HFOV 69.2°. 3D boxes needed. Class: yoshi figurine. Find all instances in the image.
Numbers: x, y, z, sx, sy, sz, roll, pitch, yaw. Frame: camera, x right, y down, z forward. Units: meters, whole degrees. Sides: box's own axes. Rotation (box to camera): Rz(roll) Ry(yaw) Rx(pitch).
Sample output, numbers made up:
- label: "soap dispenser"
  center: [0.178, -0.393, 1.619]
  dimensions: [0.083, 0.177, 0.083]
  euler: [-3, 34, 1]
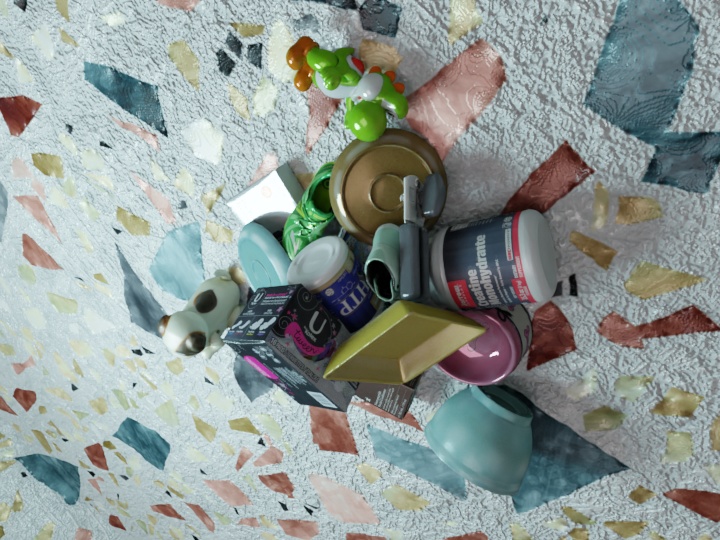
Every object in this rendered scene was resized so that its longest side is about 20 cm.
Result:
- label: "yoshi figurine"
  center: [-0.026, -0.269, 0.807]
  dimensions: [0.199, 0.112, 0.113]
  euler: [30, 128, 13]

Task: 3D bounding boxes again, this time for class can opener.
- label: "can opener"
  center: [0.090, -0.054, 0.796]
  dimensions: [0.066, 0.052, 0.203]
  euler: [-6, 76, 42]

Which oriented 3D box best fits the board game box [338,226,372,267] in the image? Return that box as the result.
- label: "board game box"
  center: [0.000, 0.000, 0.977]
  dimensions: [0.125, 0.035, 0.201]
  euler: [18, 128, -12]

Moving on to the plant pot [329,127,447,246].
- label: "plant pot"
  center: [0.046, -0.129, 0.859]
  dimensions: [0.197, 0.028, 0.202]
  euler: [1, 111, 2]

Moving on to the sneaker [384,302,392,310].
- label: "sneaker"
  center: [0.070, 0.087, 0.998]
  dimensions: [0.079, 0.077, 0.201]
  euler: [36, 129, 15]

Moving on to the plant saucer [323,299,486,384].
- label: "plant saucer"
  center: [0.066, 0.112, 0.824]
  dimensions: [0.200, 0.199, 0.049]
  euler: [-41, 53, 30]

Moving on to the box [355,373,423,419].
- label: "box"
  center: [0.024, 0.216, 1.096]
  dimensions: [0.198, 0.075, 0.101]
  euler: [25, 128, 15]

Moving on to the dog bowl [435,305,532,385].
- label: "dog bowl"
  center: [0.205, 0.120, 0.944]
  dimensions: [0.198, 0.074, 0.202]
  euler: [13, 123, 20]

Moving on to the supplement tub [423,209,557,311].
- label: "supplement tub"
  center: [0.197, -0.010, 0.828]
  dimensions: [0.198, 0.140, 0.141]
  euler: [-11, 113, 32]

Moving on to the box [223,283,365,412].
- label: "box"
  center: [-0.097, 0.127, 0.861]
  dimensions: [0.131, 0.115, 0.200]
  euler: [-7, 135, 46]

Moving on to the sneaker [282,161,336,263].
- label: "sneaker"
  center: [-0.086, -0.098, 0.921]
  dimensions: [0.073, 0.084, 0.202]
  euler: [23, 104, -8]

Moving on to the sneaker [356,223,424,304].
- label: "sneaker"
  center: [0.057, 0.039, 0.851]
  dimensions: [0.073, 0.119, 0.202]
  euler: [-11, 119, 26]

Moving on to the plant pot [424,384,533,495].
- label: "plant pot"
  center: [0.237, 0.292, 0.973]
  dimensions: [0.199, 0.200, 0.135]
  euler: [28, 100, 10]

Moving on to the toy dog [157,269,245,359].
- label: "toy dog"
  center: [-0.343, 0.112, 1.145]
  dimensions: [0.139, 0.200, 0.195]
  euler: [33, 128, 5]

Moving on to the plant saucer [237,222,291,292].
- label: "plant saucer"
  center: [-0.184, 0.004, 1.015]
  dimensions: [0.200, 0.027, 0.202]
  euler: [35, 140, 35]

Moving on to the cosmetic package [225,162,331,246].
- label: "cosmetic package"
  center: [-0.151, -0.086, 1.024]
  dimensions: [0.150, 0.052, 0.201]
  euler: [-24, 105, 32]

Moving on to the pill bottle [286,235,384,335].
- label: "pill bottle"
  center: [-0.028, 0.049, 0.917]
  dimensions: [0.119, 0.120, 0.200]
  euler: [-13, 131, 32]
